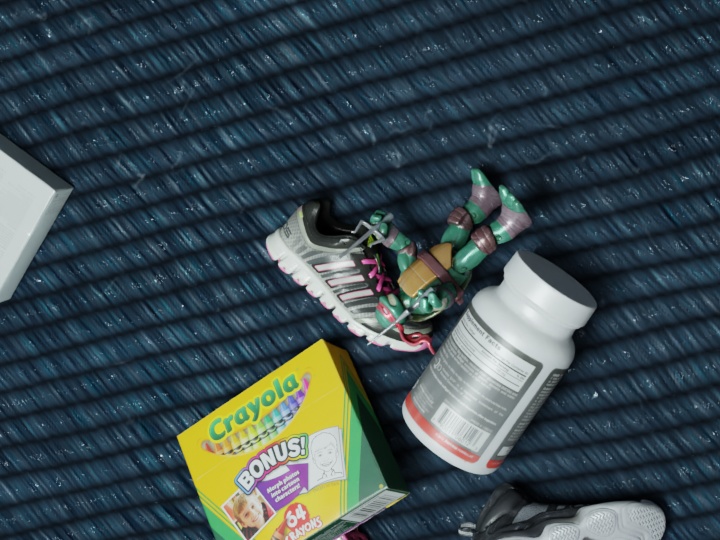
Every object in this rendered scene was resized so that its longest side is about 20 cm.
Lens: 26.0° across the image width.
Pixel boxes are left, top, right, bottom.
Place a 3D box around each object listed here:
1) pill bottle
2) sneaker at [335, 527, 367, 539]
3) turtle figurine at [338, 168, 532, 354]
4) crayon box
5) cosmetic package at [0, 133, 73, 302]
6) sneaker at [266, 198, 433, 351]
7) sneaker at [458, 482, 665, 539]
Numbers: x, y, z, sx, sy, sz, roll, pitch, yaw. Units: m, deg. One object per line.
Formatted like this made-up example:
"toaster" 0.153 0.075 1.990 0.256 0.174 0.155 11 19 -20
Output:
"pill bottle" 0.137 0.088 1.518 0.116 0.116 0.201 35 106 8
"sneaker" -0.003 0.358 1.615 0.087 0.074 0.201 -33 84 17
"turtle figurine" 0.066 -0.007 1.503 0.200 0.101 0.150 -42 49 -5
"crayon box" -0.072 0.198 1.590 0.199 0.058 0.173 -34 64 17
"cosmetic package" -0.430 -0.083 1.681 0.199 0.052 0.151 36 104 8
"sneaker" 0.000 0.000 1.563 0.200 0.074 0.088 38 112 12
"sneaker" 0.196 0.250 1.548 0.199 0.114 0.076 -12 115 -18
